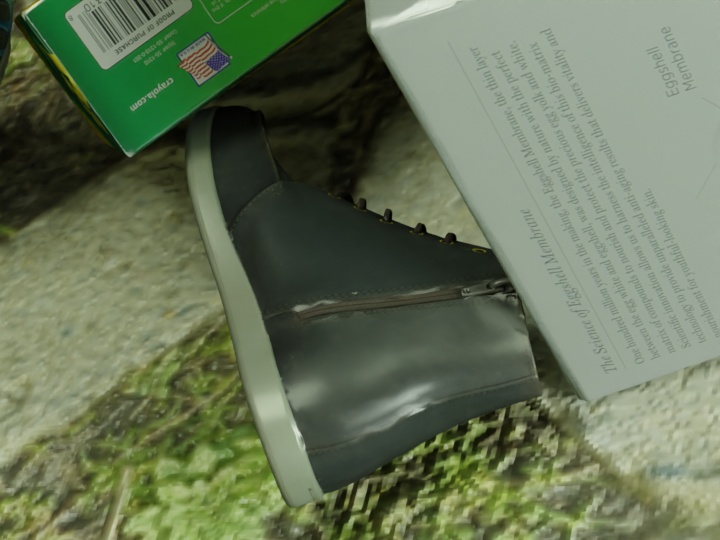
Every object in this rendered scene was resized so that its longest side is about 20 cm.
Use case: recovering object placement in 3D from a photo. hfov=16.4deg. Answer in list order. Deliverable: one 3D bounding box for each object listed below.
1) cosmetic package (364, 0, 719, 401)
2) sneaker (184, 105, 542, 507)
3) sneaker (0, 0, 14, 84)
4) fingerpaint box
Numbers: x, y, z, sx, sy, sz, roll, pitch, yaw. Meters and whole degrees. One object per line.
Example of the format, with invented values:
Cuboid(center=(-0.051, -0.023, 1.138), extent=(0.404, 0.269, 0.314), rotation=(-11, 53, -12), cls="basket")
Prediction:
Cuboid(center=(0.125, -0.084, 0.839), extent=(0.200, 0.199, 0.123), rotation=(-19, 45, 13), cls="cosmetic package")
Cuboid(center=(0.000, 0.000, 0.941), extent=(0.106, 0.075, 0.200), rotation=(-18, 44, -1), cls="sneaker")
Cuboid(center=(-0.178, -0.107, 1.053), extent=(0.075, 0.200, 0.087), rotation=(24, 57, -5), cls="sneaker")
Cuboid(center=(-0.039, -0.132, 1.018), extent=(0.200, 0.073, 0.167), rotation=(-36, 9, -5), cls="fingerpaint box")
